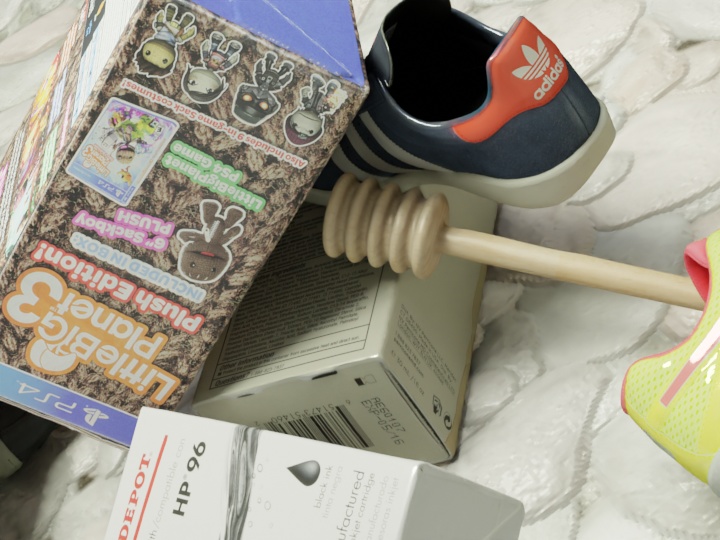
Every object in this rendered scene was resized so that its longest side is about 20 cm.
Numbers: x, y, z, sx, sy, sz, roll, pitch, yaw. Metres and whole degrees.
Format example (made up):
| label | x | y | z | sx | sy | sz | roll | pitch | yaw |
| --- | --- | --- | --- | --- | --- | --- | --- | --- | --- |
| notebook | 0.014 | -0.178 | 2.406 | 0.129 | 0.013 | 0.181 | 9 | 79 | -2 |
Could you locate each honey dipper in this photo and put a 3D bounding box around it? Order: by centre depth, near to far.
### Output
| label | x | y | z | sx | sy | sz | roll | pitch | yaw |
| --- | --- | --- | --- | --- | --- | --- | --- | --- | --- |
| honey dipper | 0.082 | -0.001 | 0.703 | 0.198 | 0.038 | 0.038 | 14 | 53 | 16 |

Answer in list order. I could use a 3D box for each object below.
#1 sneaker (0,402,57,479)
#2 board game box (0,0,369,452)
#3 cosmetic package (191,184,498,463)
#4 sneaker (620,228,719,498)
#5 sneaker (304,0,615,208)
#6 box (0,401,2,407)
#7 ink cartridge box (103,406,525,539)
| label | x | y | z | sx | sy | sz | roll | pitch | yaw |
| --- | --- | --- | --- | --- | --- | --- | --- | --- | --- |
| sneaker | -0.199 | 0.031 | 0.964 | 0.106 | 0.075 | 0.200 | -38 | 41 | -11 |
| board game box | -0.091 | -0.053 | 0.754 | 0.201 | 0.096 | 0.160 | -57 | 21 | 25 |
| cosmetic package | 0.000 | 0.000 | 0.807 | 0.103 | 0.073 | 0.201 | -15 | 39 | 28 |
| sneaker | 0.168 | -0.005 | 0.639 | 0.090 | 0.078 | 0.200 | 25 | 66 | 36 |
| sneaker | 0.015 | -0.079 | 0.748 | 0.199 | 0.085 | 0.075 | 1 | 49 | 44 |
| box | -0.277 | 0.062 | 0.840 | 0.181 | 0.104 | 0.201 | -21 | 41 | 20 |
| ink cartridge box | -0.043 | 0.123 | 0.668 | 0.199 | 0.068 | 0.117 | 5 | 75 | 45 |
